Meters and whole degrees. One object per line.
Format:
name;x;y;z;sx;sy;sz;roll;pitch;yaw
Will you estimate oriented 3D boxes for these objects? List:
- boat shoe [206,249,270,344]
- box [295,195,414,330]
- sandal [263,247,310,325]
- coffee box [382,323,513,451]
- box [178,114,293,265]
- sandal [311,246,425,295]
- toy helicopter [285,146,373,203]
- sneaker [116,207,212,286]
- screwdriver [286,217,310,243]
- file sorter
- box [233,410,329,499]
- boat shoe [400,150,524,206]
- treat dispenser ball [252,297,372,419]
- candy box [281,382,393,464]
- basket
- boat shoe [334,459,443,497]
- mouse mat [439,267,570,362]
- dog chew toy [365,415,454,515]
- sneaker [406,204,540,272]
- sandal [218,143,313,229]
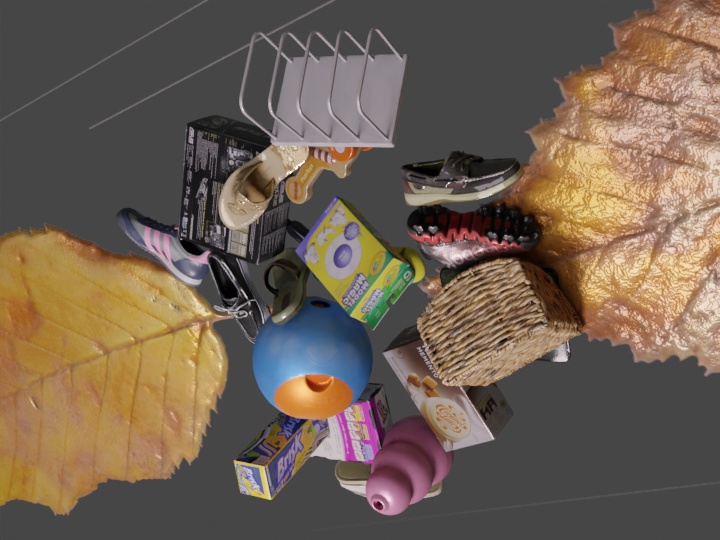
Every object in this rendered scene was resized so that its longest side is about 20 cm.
boat shoe;-0.217;0.050;1.868;0.073;0.068;0.201;0;116;32
box;-0.008;-0.011;1.632;0.118;0.048;0.200;-53;52;13
sandal;-0.125;0.013;1.719;0.057;0.201;0.080;39;108;-21
coffee box;0.142;0.181;1.707;0.114;0.080;0.201;-23;103;43
box;-0.202;-0.133;1.724;0.163;0.086;0.201;18;114;23
sandal;0.000;0.000;1.694;0.199;0.087;0.080;0;118;34
toy helicopter;-0.070;-0.185;1.637;0.132;0.079;0.200;45;130;10
sneaker;-0.345;-0.063;1.896;0.200;0.070;0.082;38;113;4
screwdriver;-0.149;-0.099;1.765;0.199;0.029;0.028;36;129;6
file sorter;-0.052;-0.263;1.503;0.199;0.124;0.140;4;76;25
box;-0.130;0.298;1.790;0.064;0.200;0.071;5;118;29
boat shoe;0.140;-0.140;1.535;0.200;0.072;0.066;-8;117;40
treat dispenser ball;-0.079;0.146;1.751;0.200;0.201;0.202;15;123;24
candy box;-0.041;0.267;1.888;0.199;0.061;0.137;1;117;31
basket;0.203;0.072;1.585;0.200;0.149;0.143;-35;67;25
boat shoe;0.057;0.372;1.888;0.199;0.075;0.069;5;146;22
mouse mat;0.223;0.068;1.644;0.199;0.008;0.162;1;116;33
dog chew toy;0.075;0.330;1.759;0.124;0.200;0.125;14;123;24
sneaker;0.170;-0.044;1.574;0.199;0.071;0.098;3;137;18
sandal;-0.161;-0.132;1.610;0.212;0.070;0.078;-41;92;27
